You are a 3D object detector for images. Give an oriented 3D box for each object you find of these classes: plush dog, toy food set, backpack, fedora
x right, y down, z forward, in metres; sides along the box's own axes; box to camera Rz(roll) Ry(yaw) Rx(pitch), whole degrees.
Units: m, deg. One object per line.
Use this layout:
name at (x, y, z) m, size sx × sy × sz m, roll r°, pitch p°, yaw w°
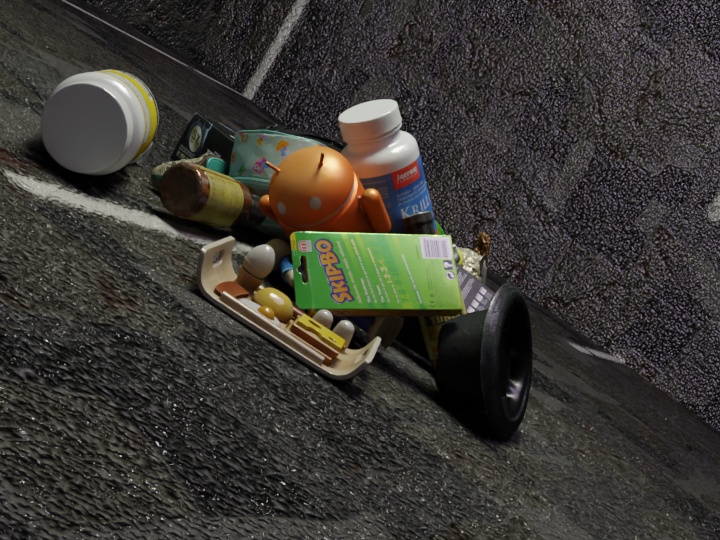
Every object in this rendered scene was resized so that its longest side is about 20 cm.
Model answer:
plush dog at (0.124, 0.005, 1.817) m, size 0.169 × 0.164 × 0.200 m, roll 10°, pitch 4°, yaw 12°
toy food set at (-0.069, 0.033, 1.109) m, size 0.198 × 0.061 × 0.144 m, roll 33°, pitch 8°, yaw 1°
backpack at (-0.092, -0.120, 1.517) m, size 0.174 × 0.156 × 0.199 m, roll 11°, pitch -12°, yaw 35°
fedora at (0.143, 0.105, 1.286) m, size 0.090 × 0.205 × 0.200 m, roll 2°, pitch -4°, yaw 22°

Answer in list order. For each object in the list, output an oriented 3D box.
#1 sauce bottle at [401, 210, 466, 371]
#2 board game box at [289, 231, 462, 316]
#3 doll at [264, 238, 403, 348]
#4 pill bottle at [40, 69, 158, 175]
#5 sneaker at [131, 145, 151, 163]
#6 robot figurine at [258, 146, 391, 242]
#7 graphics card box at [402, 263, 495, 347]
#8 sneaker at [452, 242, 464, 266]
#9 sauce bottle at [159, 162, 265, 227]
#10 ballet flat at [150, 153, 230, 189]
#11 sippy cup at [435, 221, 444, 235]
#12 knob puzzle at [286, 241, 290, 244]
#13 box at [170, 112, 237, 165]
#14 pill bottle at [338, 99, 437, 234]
sauce bottle at (0.096, 0.027, 1.388) m, size 0.066 × 0.065 × 0.203 m, roll -8°, pitch 80°, yaw -78°
board game box at (0.016, 0.004, 1.236) m, size 0.196 × 0.097 × 0.030 m, roll 2°, pitch -25°, yaw -19°
doll at (-0.043, 0.025, 1.306) m, size 0.199 × 0.049 × 0.136 m, roll 32°, pitch 2°, yaw 23°
pill bottle at (-0.298, -0.170, 1.236) m, size 0.113 × 0.115 × 0.200 m, roll 31°, pitch 8°, yaw -9°
sneaker at (-0.304, -0.184, 1.440) m, size 0.081 × 0.075 × 0.200 m, roll 23°, pitch 13°, yaw -33°
robot figurine at (-0.045, -0.071, 1.347) m, size 0.144 × 0.116 × 0.201 m, roll 42°, pitch -13°, yaw 44°
graphics card box at (0.126, 0.058, 1.487) m, size 0.199 × 0.051 × 0.126 m, roll 36°, pitch 47°, yaw 2°
sneaker at (0.125, 0.029, 1.625) m, size 0.090 × 0.078 × 0.200 m, roll 47°, pitch -23°, yaw 8°
sauce bottle at (-0.175, -0.086, 1.341) m, size 0.066 × 0.067 × 0.200 m, roll 35°, pitch 7°, yaw 22°
ballet flat at (-0.231, -0.127, 1.459) m, size 0.074 × 0.069 × 0.200 m, roll 11°, pitch 6°, yaw 10°
sippy cup at (0.035, -0.057, 1.709) m, size 0.130 × 0.177 × 0.141 m, roll 32°, pitch 26°, yaw -47°
knob puzzle at (-0.034, -0.017, 1.657) m, size 0.218 × 0.031 × 0.220 m, roll 32°, pitch 8°, yaw -5°
box at (-0.171, -0.148, 1.700) m, size 0.163 × 0.087 × 0.199 m, roll 39°, pitch 10°, yaw 36°
pill bottle at (0.032, -0.118, 1.443) m, size 0.112 × 0.111 × 0.203 m, roll -133°, pitch -156°, yaw -63°
